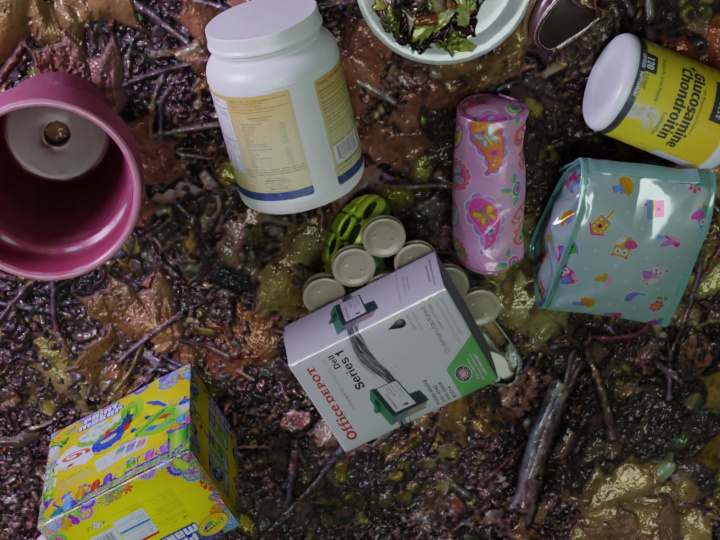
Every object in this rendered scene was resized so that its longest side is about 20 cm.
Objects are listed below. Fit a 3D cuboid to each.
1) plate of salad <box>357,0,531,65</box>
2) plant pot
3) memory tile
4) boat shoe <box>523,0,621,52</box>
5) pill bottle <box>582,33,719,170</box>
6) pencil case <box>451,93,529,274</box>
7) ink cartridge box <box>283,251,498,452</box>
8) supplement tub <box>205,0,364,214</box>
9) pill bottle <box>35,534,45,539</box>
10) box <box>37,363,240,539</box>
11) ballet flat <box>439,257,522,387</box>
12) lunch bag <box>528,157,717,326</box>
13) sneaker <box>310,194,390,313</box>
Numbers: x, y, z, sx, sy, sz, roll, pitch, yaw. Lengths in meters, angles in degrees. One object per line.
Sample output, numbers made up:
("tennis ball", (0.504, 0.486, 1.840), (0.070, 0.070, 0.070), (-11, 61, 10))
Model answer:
("plate of salad", (0.093, -0.311, 1.709), (0.198, 0.048, 0.202), (-3, 118, -5))
("plant pot", (-0.325, -0.119, 1.689), (0.198, 0.179, 0.202), (-3, 118, -5))
("memory tile", (0.046, 0.035, 1.822), (0.199, 0.017, 0.153), (36, 111, -24))
("boat shoe", (0.254, -0.310, 1.710), (0.070, 0.071, 0.200), (23, 116, -37))
("pill bottle", (0.354, -0.177, 1.770), (0.198, 0.112, 0.113), (19, 114, -15))
("pencil case", (0.147, -0.097, 1.809), (0.087, 0.088, 0.202), (-4, 118, -4))
("ink cartridge box", (0.032, 0.094, 1.796), (0.199, 0.085, 0.147), (-27, 119, 10))
("supplement tub", (-0.082, -0.177, 1.705), (0.143, 0.145, 0.202), (-13, 118, 1))
("pill bottle", (-0.385, 0.391, 1.984), (0.200, 0.111, 0.111), (-40, 114, 14))
("box", (-0.256, 0.242, 1.875), (0.199, 0.193, 0.123), (-27, 117, 9))
("ballet flat", (0.131, 0.065, 1.896), (0.072, 0.072, 0.201), (-34, 115, 12))
("lunch bag", (0.296, -0.047, 1.811), (0.169, 0.123, 0.201), (7, 134, -9))
("sneaker", (0.000, 0.000, 1.853), (0.083, 0.074, 0.201), (5, 120, -23))
